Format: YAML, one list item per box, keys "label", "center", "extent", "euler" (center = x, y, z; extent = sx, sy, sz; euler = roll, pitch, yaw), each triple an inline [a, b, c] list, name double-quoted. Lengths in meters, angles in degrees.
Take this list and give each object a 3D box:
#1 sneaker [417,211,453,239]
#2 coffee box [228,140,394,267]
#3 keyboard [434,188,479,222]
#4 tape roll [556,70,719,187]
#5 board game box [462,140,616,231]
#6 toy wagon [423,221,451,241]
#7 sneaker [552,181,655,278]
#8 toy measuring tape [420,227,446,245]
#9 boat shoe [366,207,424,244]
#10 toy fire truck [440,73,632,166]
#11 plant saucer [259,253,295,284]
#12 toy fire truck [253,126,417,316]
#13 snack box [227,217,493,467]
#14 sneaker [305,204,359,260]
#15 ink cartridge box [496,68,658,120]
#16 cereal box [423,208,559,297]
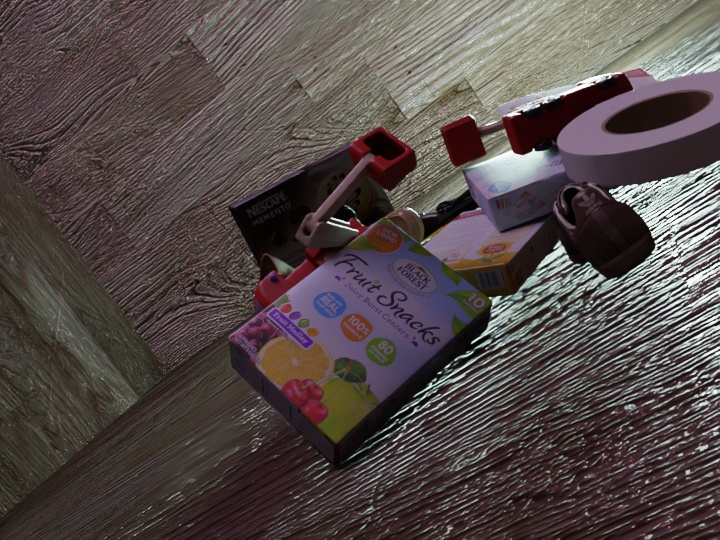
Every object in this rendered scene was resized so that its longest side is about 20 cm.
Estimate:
- label: "sneaker"
  center: [0.121, -0.072, 1.539]
  extent: [0.114, 0.076, 0.199]
  euler: [-48, 6, -36]
- label: "coffee box"
  center: [-0.070, -0.086, 1.213]
  extent: [0.200, 0.113, 0.080]
  euler: [-28, 11, -10]
- label: "keyboard"
  center: [0.186, -0.122, 1.307]
  extent: [0.127, 0.021, 0.200]
  euler: [-17, -11, -43]
- label: "tape roll"
  center: [0.294, -0.141, 0.853]
  extent: [0.202, 0.037, 0.203]
  euler: [-20, 20, 8]
- label: "board game box"
  center: [0.228, -0.118, 0.998]
  extent: [0.198, 0.044, 0.200]
  euler: [-20, 15, 5]
- label: "toy wagon"
  center: [0.121, -0.029, 1.353]
  extent: [0.155, 0.040, 0.200]
  euler: [-36, 5, 9]
- label: "sneaker"
  center: [0.205, -0.050, 0.763]
  extent: [0.070, 0.076, 0.200]
  euler: [-36, 5, 6]
- label: "toy measuring tape"
  center: [0.110, -0.015, 1.076]
  extent: [0.073, 0.074, 0.200]
  euler: [-34, -2, 23]
- label: "boat shoe"
  center: [0.000, 0.000, 1.095]
  extent: [0.200, 0.073, 0.063]
  euler: [-48, -20, 20]
- label: "toy fire truck"
  center: [0.207, -0.179, 1.030]
  extent: [0.199, 0.049, 0.141]
  euler: [-22, 15, -3]
- label: "plant saucer"
  center: [-0.075, 0.077, 0.986]
  extent: [0.035, 0.201, 0.200]
  euler: [-10, -2, -16]
- label: "toy fire truck"
  center: [-0.028, -0.031, 0.844]
  extent: [0.200, 0.049, 0.141]
  euler: [-43, -25, -18]
- label: "snack box"
  center: [0.001, 0.057, 0.783]
  extent: [0.200, 0.142, 0.053]
  euler: [-38, -26, -25]
- label: "sneaker"
  center: [-0.020, 0.034, 0.956]
  extent: [0.066, 0.201, 0.090]
  euler: [-6, -16, -23]
- label: "ink cartridge box"
  center: [0.288, -0.201, 1.144]
  extent: [0.199, 0.068, 0.117]
  euler: [-12, 22, 9]
- label: "cereal box"
  center: [0.137, -0.024, 0.950]
  extent: [0.144, 0.040, 0.200]
  euler: [-8, 19, 36]
